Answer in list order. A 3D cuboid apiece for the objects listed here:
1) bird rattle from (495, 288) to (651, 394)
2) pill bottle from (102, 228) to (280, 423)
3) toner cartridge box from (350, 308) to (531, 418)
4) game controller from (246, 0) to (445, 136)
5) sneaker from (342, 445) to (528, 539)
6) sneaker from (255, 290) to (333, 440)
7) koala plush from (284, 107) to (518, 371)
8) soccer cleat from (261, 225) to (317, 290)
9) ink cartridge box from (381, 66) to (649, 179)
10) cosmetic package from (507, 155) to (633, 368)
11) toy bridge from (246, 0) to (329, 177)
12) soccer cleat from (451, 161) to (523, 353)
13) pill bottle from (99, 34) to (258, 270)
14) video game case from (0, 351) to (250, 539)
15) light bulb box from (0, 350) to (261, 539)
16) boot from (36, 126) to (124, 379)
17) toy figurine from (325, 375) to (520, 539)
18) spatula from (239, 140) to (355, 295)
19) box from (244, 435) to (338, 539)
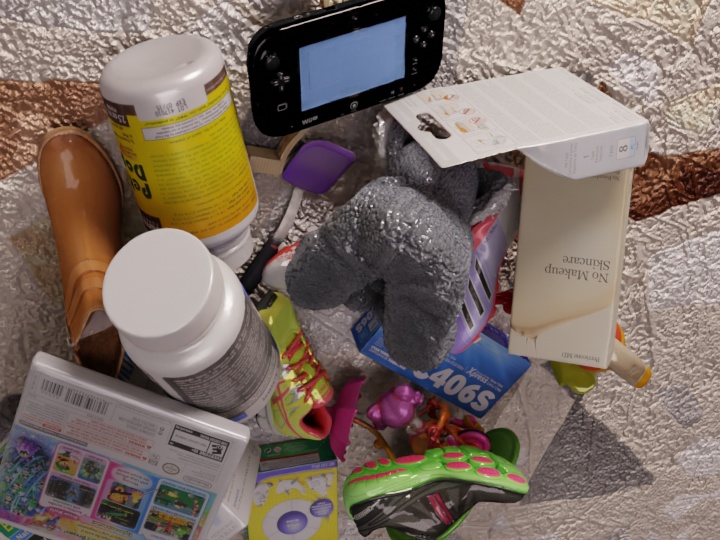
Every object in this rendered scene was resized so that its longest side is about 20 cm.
[{"bbox_3d":[0.242,0.058,1.043,0.113,0.163,0.200,-48,133,-4],"label":"bird rattle"},{"bbox_3d":[-0.144,0.053,0.835,0.112,0.115,0.201,-21,152,-1],"label":"pill bottle"},{"bbox_3d":[0.094,0.088,1.080,0.198,0.043,0.095,30,109,-30],"label":"toner cartridge box"},{"bbox_3d":[-0.010,-0.187,0.844,0.197,0.042,0.106,-22,129,-22],"label":"game controller"},{"bbox_3d":[0.081,0.241,1.014,0.196,0.077,0.085,-7,105,5],"label":"sneaker"},{"bbox_3d":[-0.068,0.104,1.003,0.089,0.078,0.202,18,139,26],"label":"sneaker"},{"bbox_3d":[0.053,-0.050,0.878,0.175,0.201,0.185,30,146,1],"label":"koala plush"},{"bbox_3d":[0.000,0.000,0.962,0.196,0.086,0.069,-10,148,-13],"label":"soccer cleat"},{"bbox_3d":[0.136,-0.127,0.869,0.196,0.161,0.048,-14,123,-14],"label":"ink cartridge box"},{"bbox_3d":[0.205,-0.017,0.929,0.102,0.073,0.204,6,100,19],"label":"cosmetic package"},{"bbox_3d":[-0.056,-0.177,0.873,0.066,0.027,0.203,6,119,-21],"label":"toy bridge"},{"bbox_3d":[0.119,-0.014,0.988,0.076,0.067,0.203,22,96,-31],"label":"soccer cleat"},{"bbox_3d":[-0.153,-0.096,0.848,0.107,0.110,0.203,-15,125,-6],"label":"pill bottle"},{"bbox_3d":[-0.221,0.183,0.858,0.197,0.024,0.184,21,115,-10],"label":"video game case"},{"bbox_3d":[-0.239,0.205,0.953,0.197,0.125,0.200,-39,108,16],"label":"light bulb box"},{"bbox_3d":[-0.241,-0.011,0.849,0.072,0.156,0.203,-12,125,-7],"label":"boot"},{"bbox_3d":[0.051,0.190,1.079,0.199,0.151,0.184,-33,117,24],"label":"toy figurine"},{"bbox_3d":[-0.077,-0.048,0.955,0.056,0.021,0.201,19,116,-31],"label":"spatula"},{"bbox_3d":[-0.086,0.299,1.165,0.115,0.049,0.203,-8,126,-11],"label":"box"}]
